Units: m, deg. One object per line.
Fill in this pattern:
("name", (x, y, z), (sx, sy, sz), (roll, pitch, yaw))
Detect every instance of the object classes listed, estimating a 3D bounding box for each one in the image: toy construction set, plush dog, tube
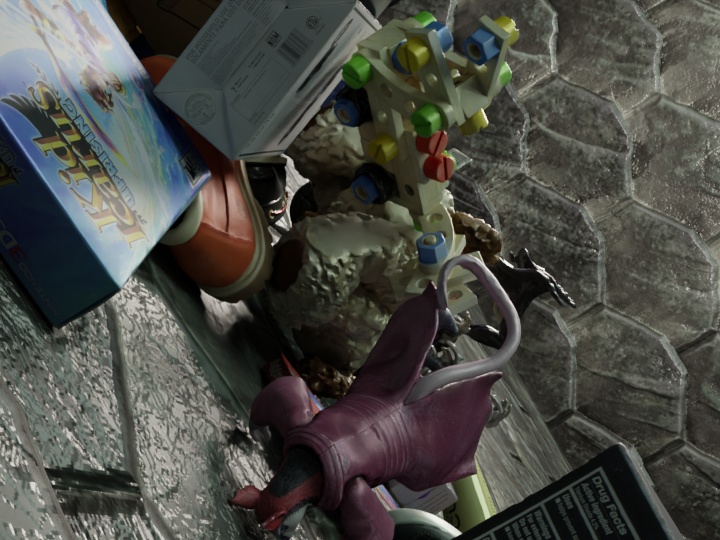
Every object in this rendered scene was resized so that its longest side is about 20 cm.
("toy construction set", (0.043, -0.076, 0.879), (0.131, 0.092, 0.200), (24, -53, 40))
("plush dog", (0.000, 0.000, 1.021), (0.160, 0.172, 0.200), (17, 49, -13))
("tube", (0.088, 0.200, 1.135), (0.052, 0.058, 0.200), (13, 55, -47))

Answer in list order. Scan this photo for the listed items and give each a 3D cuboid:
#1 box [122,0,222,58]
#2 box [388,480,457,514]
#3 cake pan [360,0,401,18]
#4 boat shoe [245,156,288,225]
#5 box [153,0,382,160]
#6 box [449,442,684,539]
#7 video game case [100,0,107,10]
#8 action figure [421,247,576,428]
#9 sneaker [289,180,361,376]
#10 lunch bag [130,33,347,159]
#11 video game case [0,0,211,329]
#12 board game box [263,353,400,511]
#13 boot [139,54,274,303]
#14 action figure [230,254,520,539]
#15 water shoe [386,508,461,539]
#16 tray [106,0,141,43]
("box", (-0.101, -0.213, 0.991), (0.200, 0.163, 0.021), (59, 35, 1))
("box", (0.038, 0.146, 1.129), (0.039, 0.041, 0.200), (56, 4, -14))
("cake pan", (-0.058, -0.260, 1.147), (0.200, 0.037, 0.200), (24, -11, 5))
("boat shoe", (-0.094, -0.065, 1.096), (0.201, 0.073, 0.063), (-123, -148, -84))
("box", (-0.050, -0.131, 0.848), (0.060, 0.117, 0.200), (39, 8, 0))
("box", (0.103, 0.232, 0.689), (0.123, 0.198, 0.200), (51, 12, -44))
("video game case", (-0.197, -0.169, 0.815), (0.143, 0.018, 0.200), (33, 34, -53))
("action figure", (0.076, 0.077, 1.058), (0.102, 0.200, 0.119), (49, 8, 8))
("sneaker", (0.001, 0.011, 1.160), (0.088, 0.076, 0.201), (-56, 136, -72))
("lunch bag", (-0.072, -0.177, 1.114), (0.200, 0.133, 0.136), (31, 2, 6))
("video game case", (-0.165, -0.094, 0.698), (0.200, 0.045, 0.181), (57, 19, -14))
("board game box", (0.002, 0.154, 0.962), (0.200, 0.019, 0.103), (55, 2, -27))
("boot", (-0.126, -0.082, 0.922), (0.107, 0.075, 0.200), (37, 24, -57))
("action figure", (0.010, 0.101, 0.794), (0.134, 0.149, 0.200), (51, 39, 9))
("water shoe", (0.068, 0.244, 0.894), (0.200, 0.071, 0.079), (56, 13, -10))
("tray", (-0.203, -0.189, 0.961), (0.099, 0.037, 0.200), (57, 9, -15))
